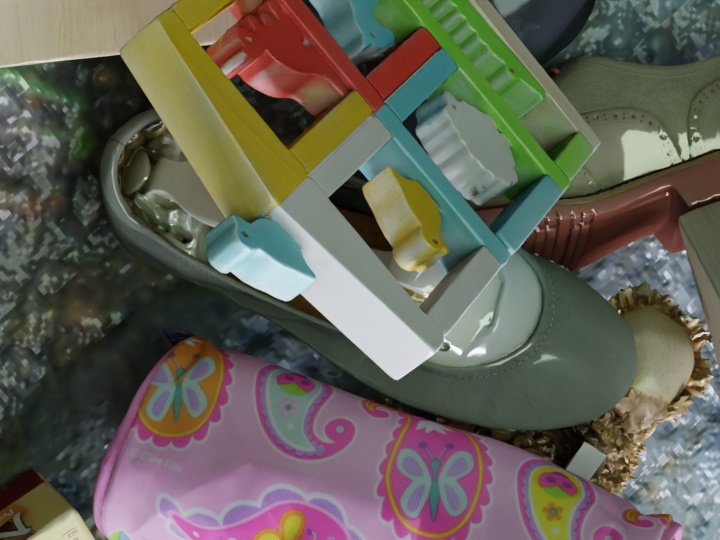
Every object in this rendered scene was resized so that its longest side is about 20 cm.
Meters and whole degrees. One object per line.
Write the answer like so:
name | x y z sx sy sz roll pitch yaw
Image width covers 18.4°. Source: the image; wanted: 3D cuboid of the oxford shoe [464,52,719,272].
oxford shoe | 0.072 -0.038 0.846 0.200 0.071 0.074 -11 70 -14

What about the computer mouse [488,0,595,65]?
computer mouse | 0.098 -0.151 0.838 0.059 0.034 0.200 39 84 -25

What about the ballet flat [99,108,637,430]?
ballet flat | 0.000 0.000 0.761 0.200 0.064 0.067 22 76 8

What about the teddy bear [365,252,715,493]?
teddy bear | 0.057 0.087 0.843 0.145 0.067 0.200 -3 113 -12

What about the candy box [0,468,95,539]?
candy box | -0.112 0.188 0.810 0.115 0.055 0.200 -33 114 -14

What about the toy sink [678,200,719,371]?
toy sink | 0.232 0.022 0.797 0.200 0.112 0.130 -19 115 4

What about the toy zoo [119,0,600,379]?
toy zoo | 0.002 -0.049 0.716 0.131 0.020 0.200 51 35 -5

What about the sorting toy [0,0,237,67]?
sorting toy | -0.147 -0.165 0.705 0.199 0.070 0.200 -9 105 -22

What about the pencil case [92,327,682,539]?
pencil case | 0.008 0.089 0.767 0.200 0.087 0.088 19 95 17
